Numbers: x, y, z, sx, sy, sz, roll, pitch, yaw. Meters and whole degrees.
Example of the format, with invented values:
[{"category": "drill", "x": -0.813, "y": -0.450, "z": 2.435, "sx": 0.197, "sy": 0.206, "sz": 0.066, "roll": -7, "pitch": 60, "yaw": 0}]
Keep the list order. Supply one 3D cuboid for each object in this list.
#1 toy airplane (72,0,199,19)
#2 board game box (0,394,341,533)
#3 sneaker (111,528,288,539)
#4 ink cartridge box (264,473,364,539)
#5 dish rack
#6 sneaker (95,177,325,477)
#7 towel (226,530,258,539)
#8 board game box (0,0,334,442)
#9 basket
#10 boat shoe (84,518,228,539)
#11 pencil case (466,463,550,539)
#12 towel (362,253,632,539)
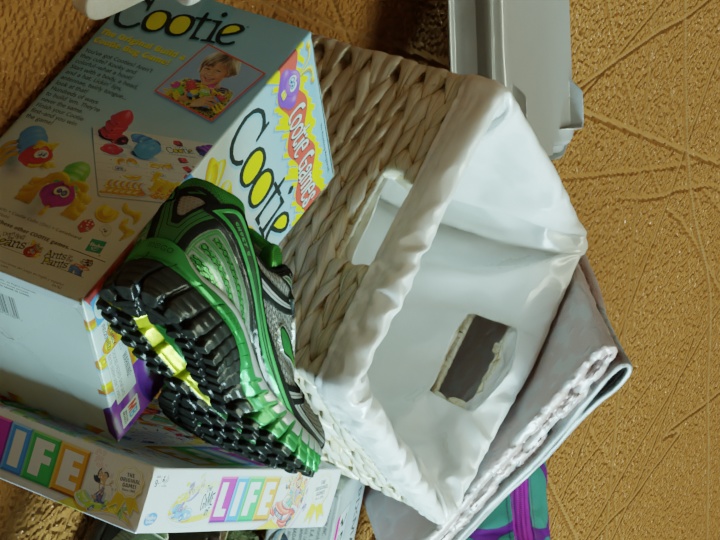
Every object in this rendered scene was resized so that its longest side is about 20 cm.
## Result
[{"category": "toy airplane", "x": -0.100, "y": -0.213, "z": 1.293, "sx": 0.199, "sy": 0.141, "sz": 0.200, "roll": -45, "pitch": 160, "yaw": 13}, {"category": "board game box", "x": -0.114, "y": 0.095, "z": 1.462, "sx": 0.200, "sy": 0.134, "sz": 0.034, "roll": 9, "pitch": 100, "yaw": -64}, {"category": "sneaker", "x": -0.123, "y": 0.169, "z": 1.481, "sx": 0.067, "sy": 0.200, "sz": 0.090, "roll": 141, "pitch": -49, "yaw": -79}, {"category": "ink cartridge box", "x": -0.031, "y": 0.193, "z": 1.740, "sx": 0.174, "sy": 0.043, "sz": 0.200, "roll": -45, "pitch": 148, "yaw": -71}, {"category": "dish rack", "x": 0.096, "y": -0.155, "z": 1.731, "sx": 0.172, "sy": 0.043, "sz": 0.200, "roll": -14, "pitch": 104, "yaw": -69}, {"category": "sneaker", "x": -0.052, "y": 0.032, "z": 1.366, "sx": 0.085, "sy": 0.078, "sz": 0.200, "roll": -60, "pitch": 153, "yaw": -22}, {"category": "towel", "x": -0.082, "y": 0.215, "z": 1.612, "sx": 0.200, "sy": 0.036, "sz": 0.149, "roll": -157, "pitch": -97, "yaw": -80}, {"category": "board game box", "x": -0.112, "y": -0.032, "z": 1.413, "sx": 0.200, "sy": 0.105, "sz": 0.103, "roll": -52, "pitch": 149, "yaw": -33}, {"category": "basket", "x": 0.000, "y": 0.000, "z": 1.591, "sx": 0.198, "sy": 0.161, "sz": 0.200, "roll": -63, "pitch": 154, "yaw": -16}, {"category": "boat shoe", "x": -0.127, "y": 0.186, "z": 1.591, "sx": 0.200, "sy": 0.072, "sz": 0.076, "roll": -61, "pitch": 168, "yaw": -9}, {"category": "pencil case", "x": 0.084, "y": 0.140, "z": 1.851, "sx": 0.085, "sy": 0.092, "sz": 0.200, "roll": 14, "pitch": 59, "yaw": -30}, {"category": "towel", "x": 0.071, "y": 0.069, "z": 1.713, "sx": 0.032, "sy": 0.191, "sz": 0.200, "roll": 33, "pitch": 109, "yaw": -26}]
